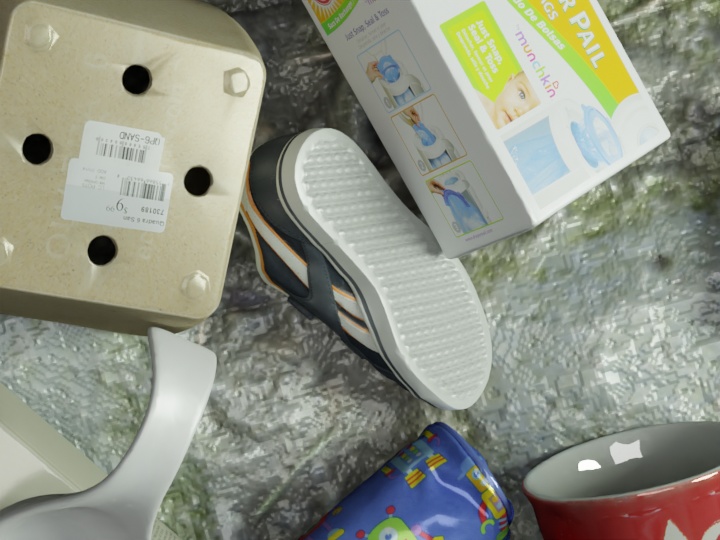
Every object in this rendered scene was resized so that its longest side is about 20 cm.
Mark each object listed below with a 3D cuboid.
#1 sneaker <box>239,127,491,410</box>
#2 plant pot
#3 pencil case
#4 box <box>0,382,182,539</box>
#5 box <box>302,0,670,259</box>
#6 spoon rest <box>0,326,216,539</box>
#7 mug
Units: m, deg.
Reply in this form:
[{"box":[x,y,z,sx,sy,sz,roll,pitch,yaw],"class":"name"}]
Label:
[{"box":[0.000,0.000,1.037,0.200,0.079,0.079,55,54,-26],"class":"sneaker"},{"box":[-0.154,-0.064,0.936,0.199,0.177,0.201,11,92,-29],"class":"plant pot"},{"box":[0.000,0.178,1.026,0.200,0.078,0.087,-41,78,-9],"class":"pencil case"},{"box":[-0.177,0.143,1.029,0.200,0.082,0.068,41,92,-3],"class":"box"},{"box":[0.062,-0.126,0.997,0.112,0.101,0.200,-33,95,-27],"class":"box"},{"box":[-0.140,0.124,0.936,0.099,0.061,0.200,24,113,-24],"class":"spoon rest"},{"box":[0.160,0.207,1.029,0.177,0.133,0.201,-16,98,-6],"class":"mug"}]
